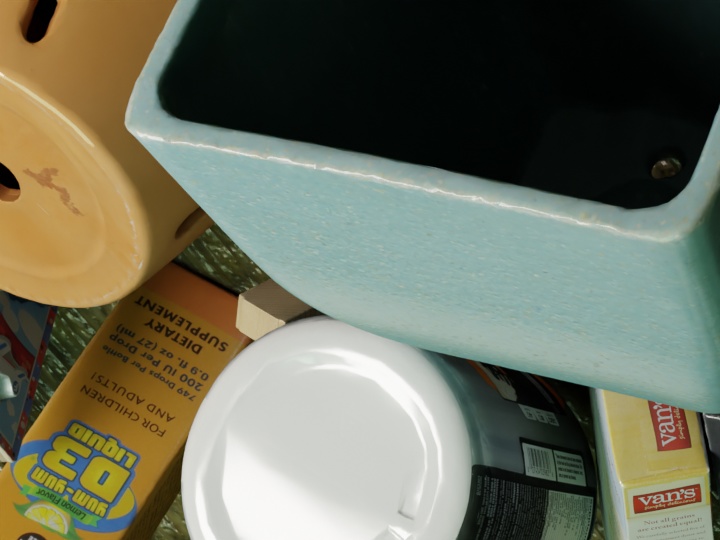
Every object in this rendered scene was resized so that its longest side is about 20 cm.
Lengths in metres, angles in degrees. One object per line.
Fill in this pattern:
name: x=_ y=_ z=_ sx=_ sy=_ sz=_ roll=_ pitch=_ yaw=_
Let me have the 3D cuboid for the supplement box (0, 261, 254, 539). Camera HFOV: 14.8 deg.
supplement box: x=-0.117 y=0.090 z=1.242 sx=0.066 sy=0.200 sz=0.069 roll=28 pitch=146 yaw=5

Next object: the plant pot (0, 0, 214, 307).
plant pot: x=-0.110 y=-0.082 z=1.077 sx=0.199 sy=0.140 sz=0.200 roll=21 pitch=144 yaw=16

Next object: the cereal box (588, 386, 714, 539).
cereal box: x=0.115 y=0.082 z=1.103 sx=0.039 sy=0.144 sz=0.200 roll=-8 pitch=141 yaw=2

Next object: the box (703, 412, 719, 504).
box: x=0.240 y=0.062 z=1.001 sx=0.199 sy=0.122 sz=0.106 roll=11 pitch=140 yaw=27

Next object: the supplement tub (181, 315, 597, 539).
supplement tub: x=0.021 y=0.087 z=1.095 sx=0.122 sy=0.123 sz=0.200 roll=16 pitch=178 yaw=21

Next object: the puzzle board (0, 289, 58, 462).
puzzle board: x=-0.171 y=-0.037 z=1.156 sx=0.017 sy=0.151 sz=0.200 roll=-6 pitch=139 yaw=22

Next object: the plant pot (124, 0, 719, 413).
plant pot: x=0.074 y=-0.057 z=0.934 sx=0.195 sy=0.197 sz=0.200 roll=12 pitch=154 yaw=26

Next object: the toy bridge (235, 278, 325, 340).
toy bridge: x=-0.009 y=-0.062 z=1.046 sx=0.027 sy=0.067 sz=0.201 roll=30 pitch=129 yaw=31
